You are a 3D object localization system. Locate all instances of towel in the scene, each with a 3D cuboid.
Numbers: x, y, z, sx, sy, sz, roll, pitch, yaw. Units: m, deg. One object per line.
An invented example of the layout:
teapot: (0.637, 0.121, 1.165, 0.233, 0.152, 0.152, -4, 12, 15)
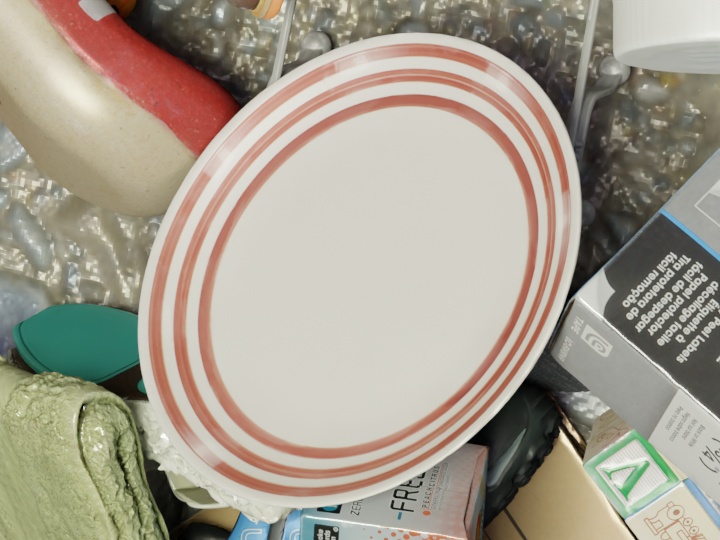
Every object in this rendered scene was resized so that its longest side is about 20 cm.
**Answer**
towel: (-0.129, 0.120, 1.046, 0.148, 0.036, 0.201, 16, 132, 43)

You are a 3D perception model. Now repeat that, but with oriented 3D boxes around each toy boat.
toy boat: (-0.114, -0.124, 1.038, 0.131, 0.131, 0.200, -38, 84, -10)

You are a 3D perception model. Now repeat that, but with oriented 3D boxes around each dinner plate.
dinner plate: (0.000, 0.000, 0.934, 0.199, 0.024, 0.201, -16, 59, 28)

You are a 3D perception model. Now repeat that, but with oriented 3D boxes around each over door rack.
over door rack: (0.040, -0.122, 1.009, 0.147, 0.067, 0.201, 6, 85, 17)

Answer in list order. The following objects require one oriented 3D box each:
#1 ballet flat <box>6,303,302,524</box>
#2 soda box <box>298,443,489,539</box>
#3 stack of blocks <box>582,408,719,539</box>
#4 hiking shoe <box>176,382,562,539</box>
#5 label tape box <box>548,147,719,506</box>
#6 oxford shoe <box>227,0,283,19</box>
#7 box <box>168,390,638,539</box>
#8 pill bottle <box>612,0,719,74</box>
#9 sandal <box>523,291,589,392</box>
ballet flat: (-0.089, 0.066, 1.033, 0.200, 0.072, 0.072, 17, 105, 51)
soda box: (0.009, 0.163, 0.965, 0.068, 0.064, 0.201, 8, 121, 6)
stack of blocks: (0.175, 0.131, 0.976, 0.115, 0.059, 0.200, -36, 97, 18)
hiking shoe: (-0.006, 0.101, 1.019, 0.200, 0.074, 0.087, -39, 85, 18)
label tape box: (0.192, 0.039, 0.888, 0.200, 0.063, 0.144, 41, 68, 12)
oxford shoe: (-0.085, -0.180, 0.994, 0.200, 0.073, 0.071, 63, 150, 31)
box: (0.025, 0.139, 1.066, 0.200, 0.021, 0.164, -36, 86, 18)
pill bottle: (0.142, -0.181, 0.922, 0.109, 0.110, 0.201, 0, 86, 18)
sandal: (0.030, 0.015, 1.003, 0.199, 0.076, 0.043, 5, 70, 16)
